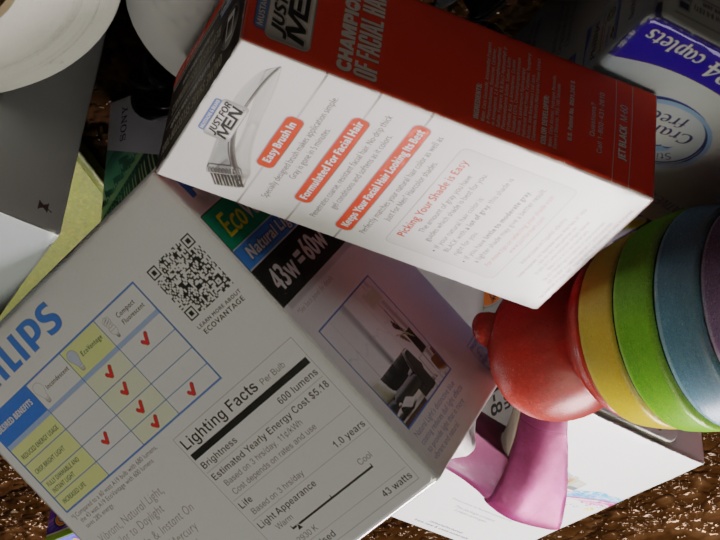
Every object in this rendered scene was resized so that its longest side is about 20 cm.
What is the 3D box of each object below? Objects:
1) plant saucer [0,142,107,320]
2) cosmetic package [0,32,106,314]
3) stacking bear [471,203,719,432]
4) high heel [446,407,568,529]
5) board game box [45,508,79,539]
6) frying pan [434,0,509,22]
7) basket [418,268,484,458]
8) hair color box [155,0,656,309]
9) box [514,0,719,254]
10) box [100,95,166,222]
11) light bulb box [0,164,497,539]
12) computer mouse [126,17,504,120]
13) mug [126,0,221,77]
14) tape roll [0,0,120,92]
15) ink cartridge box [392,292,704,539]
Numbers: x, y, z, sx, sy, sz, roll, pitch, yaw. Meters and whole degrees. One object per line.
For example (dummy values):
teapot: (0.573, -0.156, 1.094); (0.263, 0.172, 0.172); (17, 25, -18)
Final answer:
plant saucer: (-0.211, -0.010, 1.165); (0.198, 0.048, 0.200); (-13, 134, 24)
cosmetic package: (-0.190, -0.070, 0.961); (0.051, 0.201, 0.151); (23, 140, -23)
stacking bear: (0.147, 0.024, 0.871); (0.199, 0.114, 0.121); (-16, 137, 42)
high heel: (0.132, 0.073, 1.086); (0.096, 0.067, 0.201); (31, 113, -10)
board game box: (-0.124, 0.110, 1.236); (0.199, 0.135, 0.045); (-25, 136, 33)
frying pan: (0.076, -0.182, 0.918); (0.031, 0.190, 0.115); (32, 97, -14)
basket: (0.000, 0.000, 1.082); (0.122, 0.201, 0.136); (-6, 147, 19)
hair color box: (0.021, -0.062, 0.816); (0.199, 0.064, 0.111); (19, 145, -18)
box: (0.172, -0.072, 0.908); (0.183, 0.106, 0.200); (24, 145, -15)
box: (-0.060, -0.062, 1.028); (0.199, 0.145, 0.036); (-19, 143, 25)
light bulb box: (-0.070, 0.056, 0.933); (0.200, 0.125, 0.198); (48, 121, -4)
computer mouse: (-0.016, -0.105, 0.959); (0.198, 0.110, 0.044); (6, 118, 26)
mug: (-0.009, -0.193, 0.848); (0.199, 0.148, 0.176); (-20, 152, -24)
tape roll: (-0.203, -0.193, 0.829); (0.201, 0.140, 0.203); (-1, 148, 0)
ink cartridge box: (0.115, 0.084, 1.254); (0.144, 0.146, 0.199); (26, 138, -34)
